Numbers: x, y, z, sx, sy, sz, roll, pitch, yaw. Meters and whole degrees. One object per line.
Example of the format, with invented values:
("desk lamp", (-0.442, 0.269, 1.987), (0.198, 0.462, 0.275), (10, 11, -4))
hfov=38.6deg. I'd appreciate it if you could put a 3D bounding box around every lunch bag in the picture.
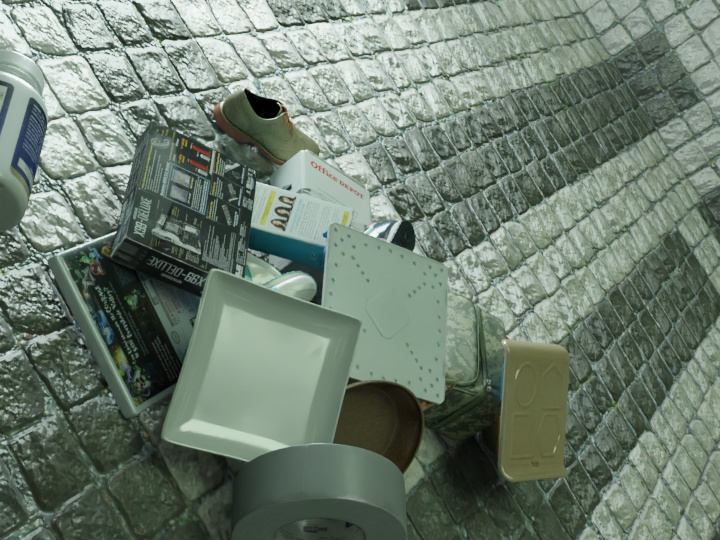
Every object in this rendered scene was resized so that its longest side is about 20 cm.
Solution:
("lunch bag", (0.126, 0.136, 1.551), (0.167, 0.139, 0.201), (30, 43, -29))

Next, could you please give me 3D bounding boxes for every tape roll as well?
("tape roll", (-0.046, 0.273, 1.161), (0.199, 0.200, 0.067), (29, 43, -34))

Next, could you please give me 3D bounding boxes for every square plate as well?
("square plate", (-0.110, 0.123, 1.179), (0.198, 0.028, 0.200), (20, 75, -21))

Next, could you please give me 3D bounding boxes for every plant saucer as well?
("plant saucer", (-0.013, 0.215, 1.291), (0.199, 0.201, 0.037), (24, 13, -38))

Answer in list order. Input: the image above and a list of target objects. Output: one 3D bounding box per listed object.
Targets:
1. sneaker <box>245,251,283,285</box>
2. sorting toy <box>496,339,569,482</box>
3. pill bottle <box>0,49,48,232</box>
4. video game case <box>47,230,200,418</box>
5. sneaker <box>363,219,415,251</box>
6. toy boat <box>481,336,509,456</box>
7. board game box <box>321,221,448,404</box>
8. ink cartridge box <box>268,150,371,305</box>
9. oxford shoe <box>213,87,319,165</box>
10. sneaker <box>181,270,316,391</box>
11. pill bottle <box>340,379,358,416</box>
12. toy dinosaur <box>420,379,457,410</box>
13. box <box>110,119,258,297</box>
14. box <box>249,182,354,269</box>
("sneaker", (-0.178, 0.010, 1.342), (0.200, 0.070, 0.094), (42, 60, -12))
("sorting toy", (0.254, 0.207, 1.526), (0.184, 0.036, 0.202), (9, 79, -50))
("pill bottle", (-0.408, -0.148, 1.138), (0.111, 0.111, 0.201), (31, 42, -33))
("video game case", (-0.259, 0.050, 1.219), (0.182, 0.023, 0.201), (-30, 96, -57))
("sneaker", (0.000, 0.000, 1.427), (0.200, 0.081, 0.071), (-47, 127, -42))
("toy boat", (0.255, 0.201, 1.635), (0.131, 0.129, 0.201), (86, 2, -52))
("board game box", (0.029, 0.059, 1.344), (0.199, 0.026, 0.202), (20, 60, -30))
("ink cartridge box", (-0.058, -0.056, 1.525), (0.146, 0.083, 0.202), (29, 43, -35))
("oxford shoe", (-0.127, -0.217, 1.579), (0.199, 0.075, 0.071), (20, 47, -42))
("sneaker", (-0.119, 0.078, 1.249), (0.081, 0.077, 0.200), (38, 58, 20))
("pill bottle", (-0.030, 0.126, 1.382), (0.114, 0.114, 0.200), (52, 34, -5))
("toy dinosaur", (0.037, 0.212, 1.394), (0.199, 0.106, 0.061), (-30, 108, -21))
("box", (-0.212, -0.072, 1.269), (0.157, 0.050, 0.201), (24, 46, -26))
("box", (-0.114, -0.066, 1.397), (0.198, 0.049, 0.083), (16, 51, 0))
